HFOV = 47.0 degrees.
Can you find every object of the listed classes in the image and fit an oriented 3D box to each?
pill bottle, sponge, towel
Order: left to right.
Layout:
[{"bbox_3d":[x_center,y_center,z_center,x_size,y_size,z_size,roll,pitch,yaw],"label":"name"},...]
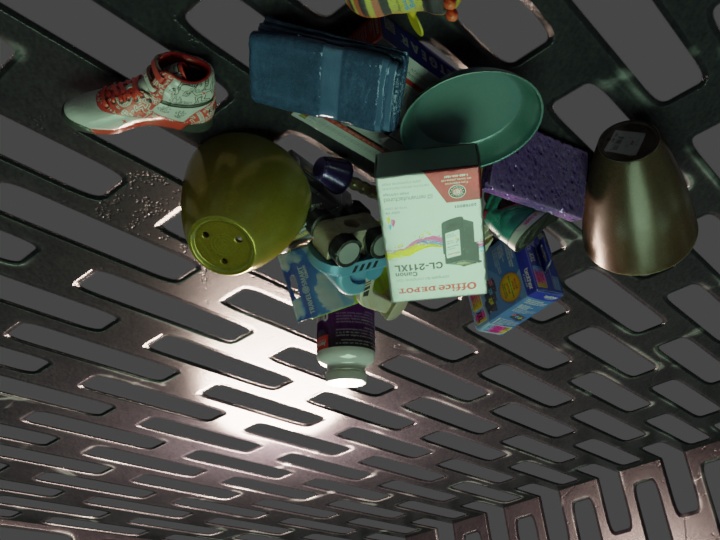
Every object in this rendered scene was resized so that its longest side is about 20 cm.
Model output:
[{"bbox_3d":[-0.042,-0.243,1.042,0.196,0.049,0.113,13,131,5],"label":"towel"},{"bbox_3d":[-0.027,0.110,1.548,0.110,0.204,0.113,0,160,0],"label":"pill bottle"},{"bbox_3d":[0.270,-0.153,1.273,0.197,0.114,0.030,14,168,-31],"label":"sponge"}]

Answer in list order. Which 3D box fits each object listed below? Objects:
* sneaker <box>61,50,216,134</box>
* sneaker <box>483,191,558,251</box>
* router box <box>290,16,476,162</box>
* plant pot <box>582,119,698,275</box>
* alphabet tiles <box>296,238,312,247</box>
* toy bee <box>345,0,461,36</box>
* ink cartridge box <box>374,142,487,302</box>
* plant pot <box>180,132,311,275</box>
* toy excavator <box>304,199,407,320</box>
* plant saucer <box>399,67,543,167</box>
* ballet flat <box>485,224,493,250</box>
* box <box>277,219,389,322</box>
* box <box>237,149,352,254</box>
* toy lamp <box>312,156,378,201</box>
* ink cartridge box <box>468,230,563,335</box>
[{"bbox_3d":[-0.285,-0.234,1.070,0.198,0.068,0.108,-1,148,-16],"label":"sneaker"},{"bbox_3d":[0.265,-0.118,1.363,0.199,0.120,0.084,-35,154,-38],"label":"sneaker"},{"bbox_3d":[0.032,-0.238,1.143,0.178,0.050,0.198,-31,142,34],"label":"router box"},{"bbox_3d":[0.431,-0.129,1.307,0.184,0.189,0.201,-14,135,13],"label":"plant pot"},{"bbox_3d":[-0.025,-0.031,1.517,0.197,0.006,0.167,10,146,-25],"label":"alphabet tiles"},{"bbox_3d":[0.071,-0.330,0.943,0.198,0.110,0.130,-25,143,27],"label":"toy bee"},{"bbox_3d":[0.102,-0.063,1.163,0.143,0.083,0.203,-6,120,6],"label":"ink cartridge box"},{"bbox_3d":[-0.181,-0.076,1.207,0.196,0.143,0.203,6,129,7],"label":"plant pot"},{"bbox_3d":[0.000,0.000,1.306,0.192,0.100,0.203,-13,130,-32],"label":"toy excavator"},{"bbox_3d":[0.148,-0.212,1.128,0.196,0.036,0.201,-6,150,-3],"label":"plant saucer"},{"bbox_3d":[0.198,-0.054,1.441,0.070,0.068,0.200,-27,165,5],"label":"ballet flat"},{"bbox_3d":[-0.034,0.001,1.404,0.197,0.124,0.048,-18,-178,-13],"label":"box"},{"bbox_3d":[-0.135,-0.099,1.341,0.198,0.049,0.158,-25,145,28],"label":"box"},{"bbox_3d":[0.008,-0.130,1.314,0.198,0.059,0.058,22,139,-40],"label":"toy lamp"},{"bbox_3d":[0.287,0.012,1.525,0.075,0.139,0.200,10,146,-35],"label":"ink cartridge box"}]
